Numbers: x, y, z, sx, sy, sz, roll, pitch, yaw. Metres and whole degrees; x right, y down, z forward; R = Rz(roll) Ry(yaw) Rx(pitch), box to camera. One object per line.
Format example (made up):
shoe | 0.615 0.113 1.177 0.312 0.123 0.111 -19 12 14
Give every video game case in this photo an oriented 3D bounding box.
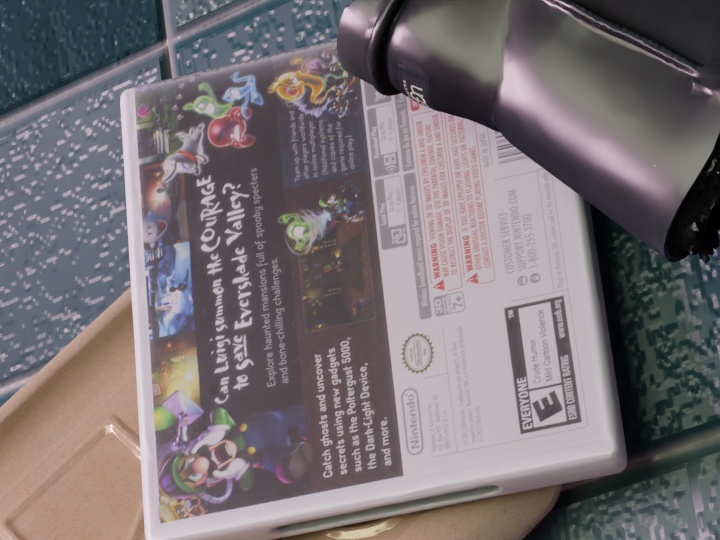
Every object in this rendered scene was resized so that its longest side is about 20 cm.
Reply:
video game case | 0.000 0.000 0.996 0.181 0.023 0.200 -12 63 12

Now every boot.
boot | 0.110 -0.115 0.967 0.168 0.076 0.200 29 76 22

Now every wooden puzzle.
wooden puzzle | -0.047 0.091 1.009 0.185 0.046 0.200 -44 55 -11
